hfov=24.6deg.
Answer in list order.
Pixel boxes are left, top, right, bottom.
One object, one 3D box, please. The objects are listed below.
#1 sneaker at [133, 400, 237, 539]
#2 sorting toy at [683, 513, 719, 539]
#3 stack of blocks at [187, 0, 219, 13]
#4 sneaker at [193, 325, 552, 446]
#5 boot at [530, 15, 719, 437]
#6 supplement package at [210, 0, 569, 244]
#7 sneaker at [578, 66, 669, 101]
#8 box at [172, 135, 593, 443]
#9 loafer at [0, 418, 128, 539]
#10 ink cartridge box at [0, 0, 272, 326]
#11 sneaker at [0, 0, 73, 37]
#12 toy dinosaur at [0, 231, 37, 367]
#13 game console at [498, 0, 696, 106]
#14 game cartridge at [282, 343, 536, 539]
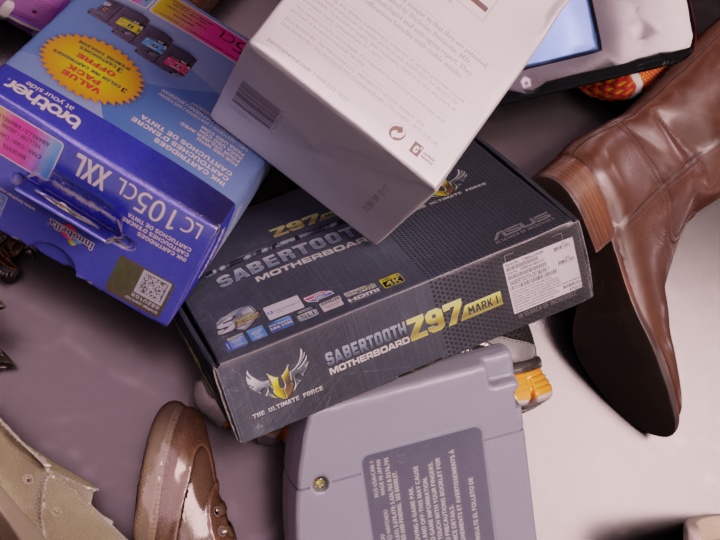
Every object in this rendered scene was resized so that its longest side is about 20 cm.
[{"bbox_3d":[-0.081,0.171,0.878,0.075,0.070,0.202,3,92,1],"label":"sneaker"},{"bbox_3d":[0.253,0.231,0.907,0.198,0.107,0.182,5,88,-8],"label":"sorting toy"},{"bbox_3d":[-0.127,-0.254,0.938,0.200,0.059,0.115,42,79,0],"label":"stack of blocks"},{"bbox_3d":[0.005,0.050,0.909,0.198,0.078,0.078,-5,78,-17],"label":"sneaker"},{"bbox_3d":[0.197,-0.031,0.953,0.200,0.064,0.187,-39,119,-30],"label":"boot"},{"bbox_3d":[0.034,-0.133,0.813,0.109,0.114,0.201,37,71,-4],"label":"supplement package"},{"bbox_3d":[0.115,-0.191,0.969,0.077,0.073,0.201,-36,93,-31],"label":"sneaker"},{"bbox_3d":[0.000,0.000,0.871,0.199,0.158,0.051,-21,117,-10],"label":"box"},{"bbox_3d":[-0.175,0.123,0.839,0.200,0.076,0.068,48,35,17],"label":"loafer"},{"bbox_3d":[-0.119,-0.063,0.846,0.136,0.077,0.200,30,36,-3],"label":"ink cartridge box"},{"bbox_3d":[-0.224,-0.154,0.896,0.199,0.073,0.115,-28,112,13],"label":"sneaker"},{"bbox_3d":[-0.233,-0.016,0.888,0.199,0.102,0.137,-19,69,8],"label":"toy dinosaur"},{"bbox_3d":[0.073,-0.181,0.907,0.198,0.031,0.178,-13,90,-1],"label":"game console"},{"bbox_3d":[0.028,0.146,0.873,0.132,0.042,0.202,-11,111,-9],"label":"game cartridge"}]
